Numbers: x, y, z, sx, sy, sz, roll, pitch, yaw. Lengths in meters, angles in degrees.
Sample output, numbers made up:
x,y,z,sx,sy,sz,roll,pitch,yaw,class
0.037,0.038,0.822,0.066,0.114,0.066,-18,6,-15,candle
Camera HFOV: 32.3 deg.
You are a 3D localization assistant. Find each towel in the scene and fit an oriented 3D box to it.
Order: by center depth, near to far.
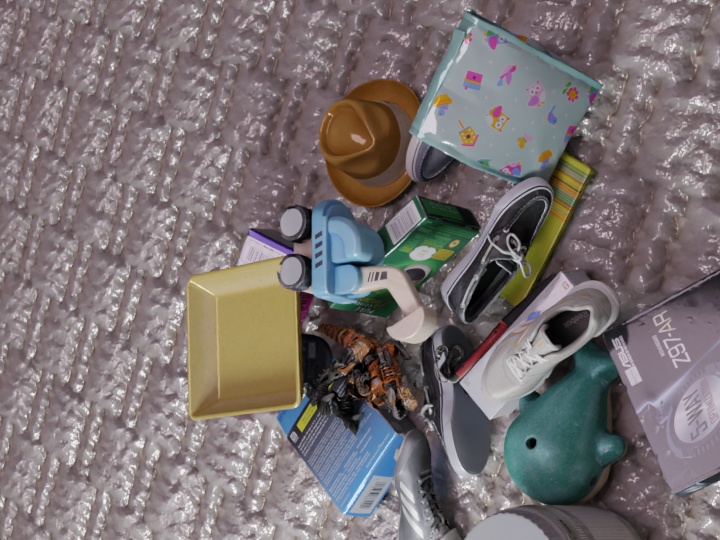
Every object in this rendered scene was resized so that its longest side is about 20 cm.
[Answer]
x,y,z,sx,sy,sz,roll,pitch,yaw,class
0.226,-0.056,1.593,0.086,0.018,0.202,39,109,45,towel

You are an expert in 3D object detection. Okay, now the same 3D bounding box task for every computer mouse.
x,y,z,sx,sy,sz,roll,pitch,yaw,class
-0.133,0.102,1.760,0.196,0.046,0.143,-8,77,14,computer mouse

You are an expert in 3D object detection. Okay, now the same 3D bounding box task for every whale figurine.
x,y,z,sx,sy,sz,roll,pitch,yaw,class
0.242,0.177,1.470,0.158,0.103,0.203,28,96,43,whale figurine

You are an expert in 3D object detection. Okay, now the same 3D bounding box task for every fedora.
x,y,z,sx,sy,sz,roll,pitch,yaw,class
0.002,-0.189,1.779,0.198,0.081,0.204,-9,76,41,fedora

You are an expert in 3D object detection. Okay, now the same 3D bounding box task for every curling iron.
x,y,z,sx,sy,sz,roll,pitch,yaw,class
0.170,0.069,1.558,0.199,0.026,0.050,-38,81,0,curling iron

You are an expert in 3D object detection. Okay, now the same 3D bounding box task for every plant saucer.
x,y,z,sx,sy,sz,roll,pitch,yaw,class
-0.149,0.096,1.692,0.197,0.048,0.204,-11,75,34,plant saucer

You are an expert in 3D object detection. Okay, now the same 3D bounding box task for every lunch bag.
x,y,z,sx,sy,sz,roll,pitch,yaw,class
0.168,-0.210,1.540,0.172,0.198,0.122,-62,30,14,lunch bag

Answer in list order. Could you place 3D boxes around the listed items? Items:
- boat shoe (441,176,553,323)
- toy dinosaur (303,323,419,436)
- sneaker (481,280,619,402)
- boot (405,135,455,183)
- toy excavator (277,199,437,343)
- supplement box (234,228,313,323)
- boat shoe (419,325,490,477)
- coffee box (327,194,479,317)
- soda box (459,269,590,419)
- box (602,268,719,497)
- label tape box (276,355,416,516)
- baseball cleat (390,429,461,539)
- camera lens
x,y,z,sx,sy,sz,roll,pitch,yaw,class
0.179,-0.022,1.547,0.200,0.073,0.068,-49,36,8,boat shoe
0.002,0.137,1.646,0.136,0.102,0.200,-49,25,4,toy dinosaur
0.206,0.086,1.439,0.200,0.092,0.076,-45,78,24,sneaker
0.138,-0.190,1.658,0.090,0.072,0.202,46,112,44,boot
0.000,0.000,1.581,0.197,0.099,0.198,-10,75,33,toy excavator
-0.139,0.051,1.830,0.100,0.103,0.203,25,98,17,supplement box
0.112,0.174,1.603,0.068,0.073,0.202,-34,58,41,boat shoe
0.052,-0.016,1.673,0.200,0.122,0.044,-44,57,29,coffee box
0.215,0.091,1.529,0.064,0.068,0.201,49,115,21,soda box
0.378,0.124,1.374,0.159,0.043,0.202,-30,62,20,box
-0.020,0.220,1.733,0.144,0.066,0.200,-57,47,17,label tape box
0.090,0.308,1.604,0.105,0.069,0.204,13,110,36,baseball cleat
0.219,0.345,1.391,0.158,0.198,0.163,-10,75,41,camera lens
